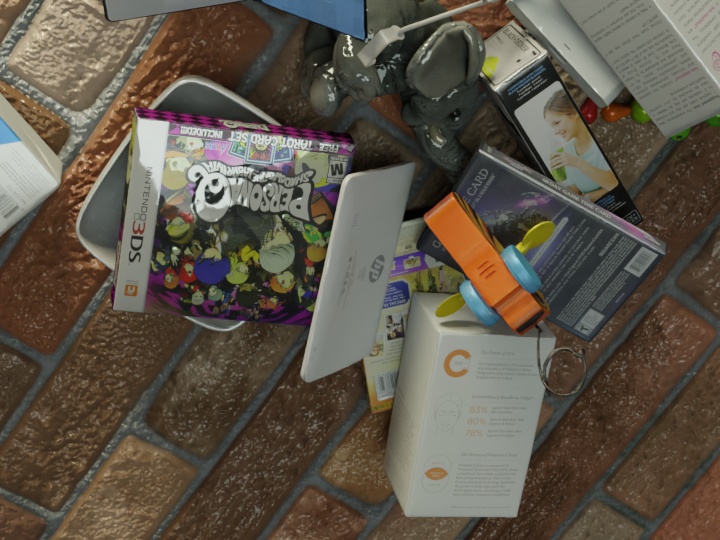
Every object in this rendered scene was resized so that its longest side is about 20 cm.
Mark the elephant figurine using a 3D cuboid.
[{"bbox_3d":[0.053,-0.186,1.188,0.197,0.143,0.155,12,147,-23],"label":"elephant figurine"}]

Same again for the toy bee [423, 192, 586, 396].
[{"bbox_3d":[0.131,0.021,1.210,0.129,0.109,0.203,-16,89,14],"label":"toy bee"}]

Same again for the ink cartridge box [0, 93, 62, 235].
[{"bbox_3d":[-0.378,-0.066,1.164,0.199,0.067,0.117,-38,115,5],"label":"ink cartridge box"}]

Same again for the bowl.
[{"bbox_3d":[-0.142,-0.067,1.213,0.199,0.075,0.200,35,102,-22],"label":"bowl"}]

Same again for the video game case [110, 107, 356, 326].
[{"bbox_3d":[-0.115,-0.044,1.170,0.197,0.036,0.184,6,112,-16],"label":"video game case"}]

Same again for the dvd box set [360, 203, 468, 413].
[{"bbox_3d":[0.062,0.036,1.326,0.144,0.029,0.203,-14,114,-7],"label":"dvd box set"}]

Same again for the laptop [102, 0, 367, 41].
[{"bbox_3d":[-0.107,-0.269,1.000,0.197,0.116,0.189,-11,127,-10],"label":"laptop"}]

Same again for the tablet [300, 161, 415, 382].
[{"bbox_3d":[0.000,0.000,1.227,0.014,0.130,0.203,23,111,26],"label":"tablet"}]

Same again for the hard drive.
[{"bbox_3d":[0.245,-0.268,1.196,0.132,0.026,0.200,44,84,-8],"label":"hard drive"}]

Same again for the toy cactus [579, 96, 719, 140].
[{"bbox_3d":[0.307,-0.207,1.253,0.196,0.102,0.168,1,102,-5],"label":"toy cactus"}]

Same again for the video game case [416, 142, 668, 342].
[{"bbox_3d":[0.168,-0.023,1.235,0.198,0.019,0.143,29,135,-4],"label":"video game case"}]

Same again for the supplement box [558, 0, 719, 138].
[{"bbox_3d":[0.259,-0.232,1.123,0.101,0.103,0.201,-43,96,-25],"label":"supplement box"}]

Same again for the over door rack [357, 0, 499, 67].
[{"bbox_3d":[0.042,-0.273,1.091,0.199,0.067,0.149,-31,82,-36],"label":"over door rack"}]

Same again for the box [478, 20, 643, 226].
[{"bbox_3d":[0.183,-0.127,1.239,0.060,0.117,0.201,-33,117,6],"label":"box"}]

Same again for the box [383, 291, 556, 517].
[{"bbox_3d":[0.105,0.135,1.305,0.122,0.098,0.203,3,111,-16],"label":"box"}]
